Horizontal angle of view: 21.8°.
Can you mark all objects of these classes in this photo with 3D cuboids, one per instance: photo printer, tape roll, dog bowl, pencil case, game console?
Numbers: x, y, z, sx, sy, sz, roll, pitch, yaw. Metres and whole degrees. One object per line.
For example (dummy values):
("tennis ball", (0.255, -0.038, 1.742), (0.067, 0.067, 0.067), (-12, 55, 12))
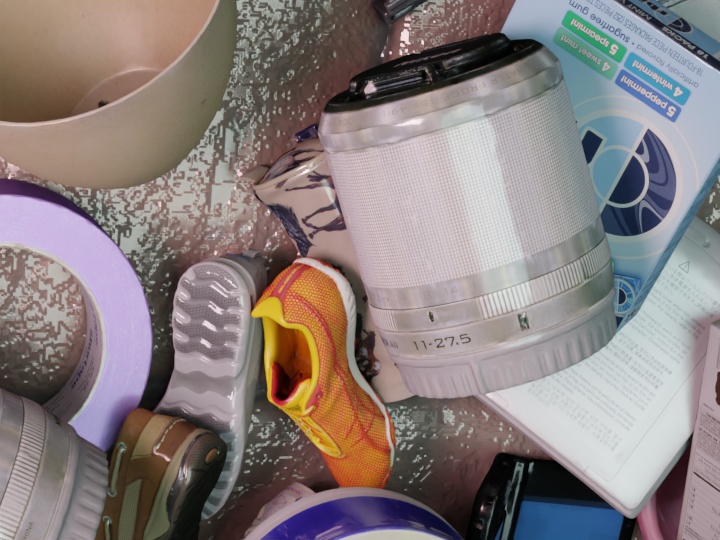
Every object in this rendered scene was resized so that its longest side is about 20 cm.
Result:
("photo printer", (0.189, 0.049, 1.337), (0.166, 0.069, 0.201), (37, 87, 0))
("tape roll", (-0.239, 0.044, 1.224), (0.198, 0.066, 0.202), (-4, 103, -18))
("dog bowl", (0.000, 0.249, 1.221), (0.198, 0.079, 0.202), (-4, 103, -16))
("pencil case", (0.000, 0.000, 1.285), (0.078, 0.089, 0.201), (-43, 114, -35))
("game console", (0.129, 0.247, 1.363), (0.115, 0.176, 0.202), (13, 98, 9))

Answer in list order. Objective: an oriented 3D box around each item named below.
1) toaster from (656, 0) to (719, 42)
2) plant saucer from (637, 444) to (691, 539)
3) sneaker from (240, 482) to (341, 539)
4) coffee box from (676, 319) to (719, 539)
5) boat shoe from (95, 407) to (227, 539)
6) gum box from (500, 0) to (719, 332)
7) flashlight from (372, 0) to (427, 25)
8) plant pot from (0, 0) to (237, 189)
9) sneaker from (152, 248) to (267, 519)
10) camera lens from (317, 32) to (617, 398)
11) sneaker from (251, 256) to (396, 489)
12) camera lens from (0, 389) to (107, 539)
("toaster", (0.209, -0.142, 1.302), (0.198, 0.114, 0.130), (-22, 104, -7))
("plant saucer", (0.294, 0.152, 1.425), (0.198, 0.051, 0.203), (-4, 102, -18))
("sneaker", (-0.071, 0.204, 1.299), (0.199, 0.074, 0.101), (-13, 100, -40))
("coffee box", (0.297, 0.125, 1.309), (0.112, 0.080, 0.202), (-18, 125, -32))
("boat shoe", (-0.151, 0.171, 1.260), (0.073, 0.076, 0.201), (31, 123, 11))
("gum box", (0.153, -0.087, 1.239), (0.169, 0.044, 0.201), (36, 123, 16))
("flashlight", (0.085, -0.251, 1.262), (0.199, 0.068, 0.068), (-33, 83, -7))
("plant pot", (-0.160, -0.129, 1.163), (0.199, 0.201, 0.135), (-33, 145, -8))
("sneaker", (-0.093, 0.079, 1.274), (0.074, 0.082, 0.202), (23, 116, 16))
("camera lens", (0.070, -0.039, 1.184), (0.159, 0.160, 0.202), (-19, 102, -13))
("sneaker", (-0.031, 0.084, 1.266), (0.077, 0.073, 0.201), (-44, 130, -32))
("camera lens", (-0.271, 0.132, 1.106), (0.199, 0.160, 0.161), (28, 93, -20))
